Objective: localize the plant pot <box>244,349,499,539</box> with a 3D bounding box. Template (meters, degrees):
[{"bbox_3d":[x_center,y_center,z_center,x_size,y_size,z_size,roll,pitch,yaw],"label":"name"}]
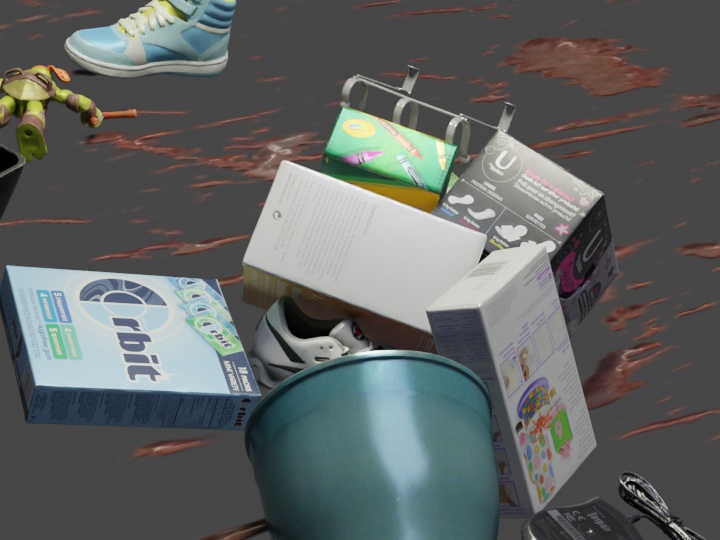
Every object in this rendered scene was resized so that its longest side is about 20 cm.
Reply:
[{"bbox_3d":[0.020,0.196,1.421,0.200,0.200,0.188,6,49,-21],"label":"plant pot"}]

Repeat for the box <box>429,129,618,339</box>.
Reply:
[{"bbox_3d":[0.165,-0.025,1.796,0.132,0.115,0.200,34,-11,23],"label":"box"}]

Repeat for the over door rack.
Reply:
[{"bbox_3d":[0.077,-0.178,2.127,0.148,0.067,0.200,23,18,18],"label":"over door rack"}]

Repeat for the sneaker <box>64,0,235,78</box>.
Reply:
[{"bbox_3d":[-0.230,-0.286,2.064,0.200,0.131,0.080,-6,41,-34],"label":"sneaker"}]

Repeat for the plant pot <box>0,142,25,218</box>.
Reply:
[{"bbox_3d":[-0.425,-0.030,1.520,0.199,0.178,0.200,28,32,14],"label":"plant pot"}]

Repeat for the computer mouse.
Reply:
[{"bbox_3d":[0.224,0.251,1.577,0.140,0.046,0.200,43,33,25],"label":"computer mouse"}]

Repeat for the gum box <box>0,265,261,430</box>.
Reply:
[{"bbox_3d":[-0.204,0.067,1.617,0.200,0.045,0.170,5,34,-24],"label":"gum box"}]

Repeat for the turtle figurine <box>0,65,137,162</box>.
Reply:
[{"bbox_3d":[-0.333,-0.171,1.893,0.200,0.064,0.161,17,32,-5],"label":"turtle figurine"}]

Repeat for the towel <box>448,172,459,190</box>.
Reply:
[{"bbox_3d":[0.079,-0.060,1.992,0.152,0.023,0.200,-15,47,-42],"label":"towel"}]

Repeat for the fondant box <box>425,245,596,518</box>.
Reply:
[{"bbox_3d":[0.135,0.097,1.618,0.058,0.200,0.144,-7,17,32],"label":"fondant box"}]

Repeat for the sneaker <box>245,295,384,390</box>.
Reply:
[{"bbox_3d":[-0.007,0.092,1.649,0.200,0.089,0.074,27,31,10],"label":"sneaker"}]

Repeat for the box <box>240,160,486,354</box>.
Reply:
[{"bbox_3d":[0.000,0.000,1.706,0.200,0.152,0.107,21,75,3],"label":"box"}]

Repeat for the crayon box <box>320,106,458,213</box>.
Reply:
[{"bbox_3d":[0.023,-0.077,1.820,0.119,0.200,0.058,19,68,4],"label":"crayon box"}]
